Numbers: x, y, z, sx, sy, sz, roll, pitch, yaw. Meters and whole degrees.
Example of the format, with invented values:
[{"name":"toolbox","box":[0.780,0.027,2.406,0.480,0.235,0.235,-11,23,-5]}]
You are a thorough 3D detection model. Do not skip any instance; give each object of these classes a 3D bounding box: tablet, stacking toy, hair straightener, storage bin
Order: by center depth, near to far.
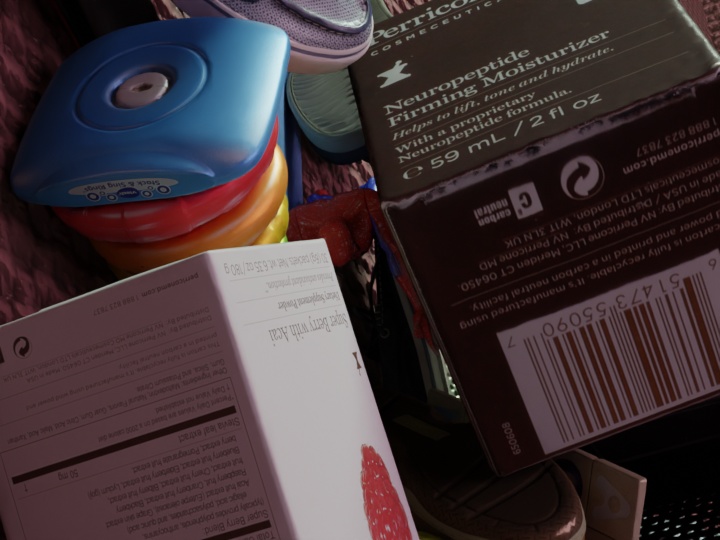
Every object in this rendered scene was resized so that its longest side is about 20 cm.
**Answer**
[{"name":"stacking toy","box":[-0.070,-0.005,0.783,0.110,0.115,0.201,-79,159,-46]},{"name":"hair straightener","box":[-0.098,-0.089,0.804,0.041,0.077,0.201,-37,120,-29]},{"name":"storage bin","box":[0.161,0.104,0.937,0.135,0.199,0.094,53,37,-23]},{"name":"tablet","box":[-0.047,-0.064,0.945,0.130,0.014,0.201,77,7,-53]}]

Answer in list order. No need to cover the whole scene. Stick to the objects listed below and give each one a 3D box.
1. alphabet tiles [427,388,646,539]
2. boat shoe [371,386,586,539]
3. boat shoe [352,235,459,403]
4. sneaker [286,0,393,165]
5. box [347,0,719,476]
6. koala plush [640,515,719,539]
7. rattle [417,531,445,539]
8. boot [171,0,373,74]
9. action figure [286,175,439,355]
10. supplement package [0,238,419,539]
[{"name":"alphabet tiles","box":[0.076,0.179,0.882,0.008,0.167,0.202,-1,102,-35]},{"name":"boat shoe","box":[0.048,0.121,0.869,0.200,0.071,0.077,27,-51,58]},{"name":"boat shoe","box":[0.032,0.034,1.041,0.074,0.062,0.201,16,55,-49]},{"name":"sneaker","box":[0.006,-0.095,1.030,0.200,0.074,0.107,-92,164,-58]},{"name":"box","box":[0.100,-0.040,0.847,0.200,0.165,0.165,-102,169,-60]},{"name":"koala plush","box":[0.182,0.264,1.053,0.183,0.177,0.201,26,70,-8]},{"name":"rattle","box":[-0.009,0.224,0.776,0.142,0.130,0.202,2,103,-47]},{"name":"boot","box":[-0.051,-0.159,0.755,0.199,0.090,0.073,25,52,-35]},{"name":"action figure","box":[0.000,0.000,0.923,0.200,0.065,0.100,-40,113,-84]},{"name":"supplement package","box":[-0.054,0.102,0.667,0.121,0.119,0.201,-10,82,-70]}]
